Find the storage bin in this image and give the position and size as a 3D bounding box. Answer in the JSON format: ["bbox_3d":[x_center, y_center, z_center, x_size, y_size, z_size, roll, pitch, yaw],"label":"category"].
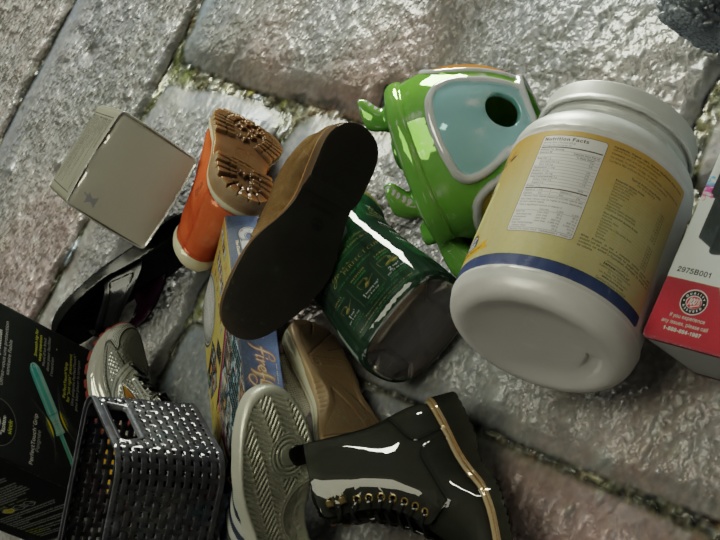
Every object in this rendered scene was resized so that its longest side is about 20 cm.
[{"bbox_3d":[-0.186,0.216,1.477,0.135,0.094,0.200,-133,52,-62],"label":"storage bin"}]

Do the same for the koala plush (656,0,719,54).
[{"bbox_3d":[0.267,-0.274,1.318,0.177,0.200,0.184,-54,17,2],"label":"koala plush"}]

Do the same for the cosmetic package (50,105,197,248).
[{"bbox_3d":[-0.228,-0.092,1.707,0.103,0.087,0.200,-57,15,0],"label":"cosmetic package"}]

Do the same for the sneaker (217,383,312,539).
[{"bbox_3d":[-0.083,0.184,1.440,0.085,0.075,0.200,13,110,55],"label":"sneaker"}]

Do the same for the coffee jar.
[{"bbox_3d":[0.000,0.000,1.513,0.104,0.085,0.200,-50,44,7],"label":"coffee jar"}]

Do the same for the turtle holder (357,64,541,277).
[{"bbox_3d":[0.089,-0.083,1.447,0.132,0.141,0.186,-22,47,11],"label":"turtle holder"}]

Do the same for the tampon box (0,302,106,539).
[{"bbox_3d":[-0.319,0.139,1.631,0.126,0.200,0.150,-21,53,31],"label":"tampon box"}]

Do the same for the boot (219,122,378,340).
[{"bbox_3d":[-0.058,-0.032,1.484,0.200,0.074,0.075,-59,26,-10],"label":"boot"}]

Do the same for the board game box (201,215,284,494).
[{"bbox_3d":[-0.102,0.072,1.539,0.136,0.035,0.200,109,158,-49],"label":"board game box"}]

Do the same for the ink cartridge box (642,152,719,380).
[{"bbox_3d":[0.308,-0.016,1.254,0.146,0.083,0.200,15,78,46],"label":"ink cartridge box"}]

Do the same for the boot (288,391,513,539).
[{"bbox_3d":[0.035,0.186,1.343,0.138,0.077,0.200,-15,36,-7],"label":"boot"}]

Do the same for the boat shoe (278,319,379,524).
[{"bbox_3d":[-0.029,0.132,1.481,0.065,0.072,0.200,-52,45,33],"label":"boat shoe"}]

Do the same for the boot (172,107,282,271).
[{"bbox_3d":[-0.130,-0.077,1.657,0.107,0.075,0.200,-56,13,25],"label":"boot"}]

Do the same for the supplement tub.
[{"bbox_3d":[0.163,-0.027,1.330,0.144,0.144,0.200,-1,53,41],"label":"supplement tub"}]

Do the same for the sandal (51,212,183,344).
[{"bbox_3d":[-0.216,0.019,1.707,0.200,0.075,0.048,-39,64,18],"label":"sandal"}]

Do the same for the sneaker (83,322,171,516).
[{"bbox_3d":[-0.189,0.133,1.620,0.082,0.078,0.200,-30,59,20],"label":"sneaker"}]
